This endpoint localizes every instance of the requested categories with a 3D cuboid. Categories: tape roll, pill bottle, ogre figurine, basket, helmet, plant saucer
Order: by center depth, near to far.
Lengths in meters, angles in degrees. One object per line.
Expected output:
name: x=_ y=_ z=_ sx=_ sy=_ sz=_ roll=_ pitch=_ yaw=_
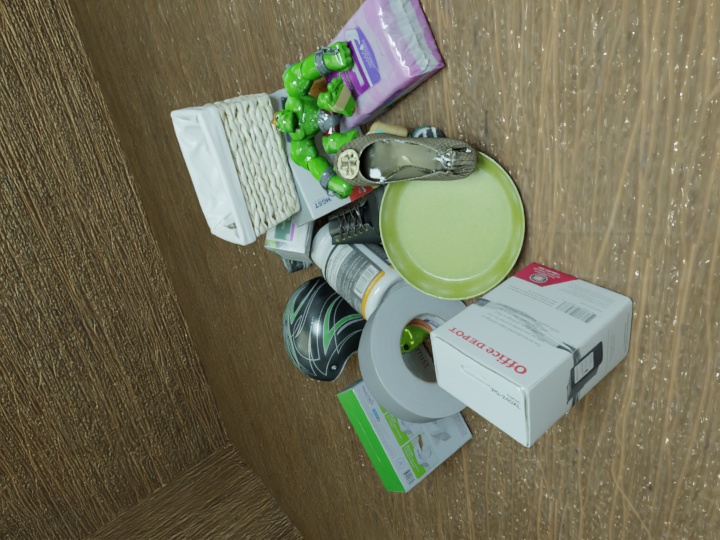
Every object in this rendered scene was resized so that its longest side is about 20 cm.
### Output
plant saucer: x=0.121 y=-0.063 z=0.767 sx=0.193 sy=0.031 sz=0.207 roll=7 pitch=108 yaw=20
ogre figurine: x=-0.060 y=-0.213 z=0.819 sx=0.117 sy=0.098 sz=0.204 roll=18 pitch=141 yaw=35
basket: x=-0.188 y=-0.163 z=0.884 sx=0.134 sy=0.122 sz=0.206 roll=18 pitch=130 yaw=51
tape roll: x=0.096 y=0.128 z=0.892 sx=0.204 sy=0.197 sz=0.066 roll=57 pitch=152 yaw=8
pill bottle: x=0.000 y=0.000 z=1.041 sx=0.199 sy=0.114 sz=0.119 roll=41 pitch=146 yaw=37
helmet: x=-0.072 y=0.117 z=1.188 sx=0.199 sy=0.188 sz=0.205 roll=39 pitch=145 yaw=36

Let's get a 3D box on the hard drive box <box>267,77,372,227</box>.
hard drive box: x=-0.071 y=-0.200 z=0.947 sx=0.076 sy=0.153 sz=0.205 roll=-11 pitch=106 yaw=60

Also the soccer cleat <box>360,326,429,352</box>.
soccer cleat: x=0.067 y=0.122 z=1.062 sx=0.199 sy=0.080 sz=0.069 roll=-23 pitch=93 yaw=61

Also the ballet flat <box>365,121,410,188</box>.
ballet flat: x=0.026 y=-0.173 z=0.850 sx=0.061 sy=0.071 sz=0.200 roll=19 pitch=169 yaw=-5

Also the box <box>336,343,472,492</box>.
box: x=0.083 y=0.268 z=1.065 sx=0.204 sy=0.174 sz=0.097 roll=59 pitch=152 yaw=4

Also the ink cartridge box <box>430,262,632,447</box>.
ink cartridge box: x=0.199 y=0.087 z=0.672 sx=0.144 sy=0.197 sz=0.086 roll=27 pitch=138 yaw=47

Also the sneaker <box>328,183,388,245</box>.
sneaker: x=0.001 y=-0.077 z=0.915 sx=0.200 sy=0.102 sz=0.078 roll=109 pitch=154 yaw=-77

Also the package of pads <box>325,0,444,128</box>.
package of pads: x=0.021 y=-0.291 z=0.789 sx=0.199 sy=0.074 sz=0.124 roll=-14 pitch=99 yaw=63

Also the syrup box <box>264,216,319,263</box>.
syrup box: x=-0.128 y=-0.067 z=1.107 sx=0.200 sy=0.078 sz=0.082 roll=79 pitch=-160 yaw=-86

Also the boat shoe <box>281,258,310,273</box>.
boat shoe: x=-0.179 y=-0.092 z=1.323 sx=0.072 sy=0.070 sz=0.205 roll=-20 pitch=96 yaw=63

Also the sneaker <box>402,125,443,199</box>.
sneaker: x=0.078 y=-0.121 z=0.846 sx=0.204 sy=0.075 sz=0.080 roll=95 pitch=152 yaw=-42

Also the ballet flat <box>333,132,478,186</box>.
ballet flat: x=0.052 y=-0.139 z=0.729 sx=0.193 sy=0.046 sz=0.070 roll=5 pitch=107 yaw=20
